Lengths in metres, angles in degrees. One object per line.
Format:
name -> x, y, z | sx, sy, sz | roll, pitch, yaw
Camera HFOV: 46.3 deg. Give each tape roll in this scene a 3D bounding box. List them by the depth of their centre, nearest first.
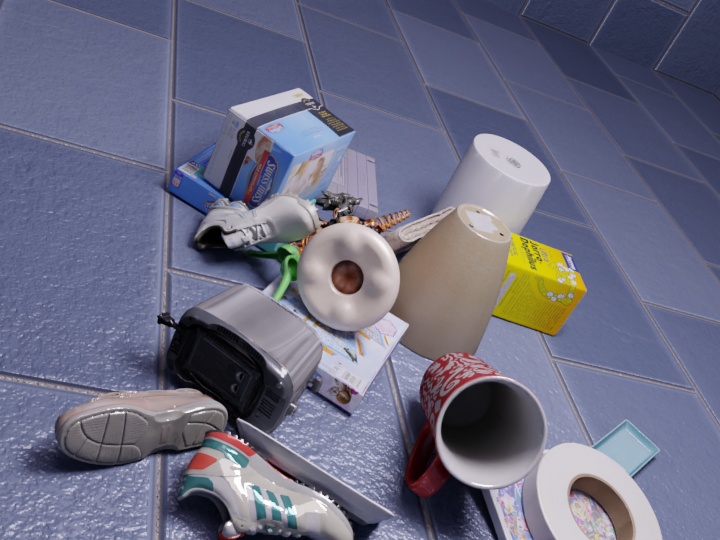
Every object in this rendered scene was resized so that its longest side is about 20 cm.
tape roll -> 0.301, 0.320, 1.089 | 0.201, 0.037, 0.204 | 19, 43, -18

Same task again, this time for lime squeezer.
lime squeezer -> -0.116, -0.007, 1.193 | 0.070, 0.038, 0.200 | -10, 25, -13

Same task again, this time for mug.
mug -> 0.122, 0.182, 1.065 | 0.175, 0.135, 0.200 | -18, 8, -3

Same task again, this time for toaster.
toaster -> -0.142, 0.099, 1.033 | 0.199, 0.114, 0.129 | 33, 28, 11

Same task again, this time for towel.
towel -> 0.076, -0.052, 1.398 | 0.199, 0.132, 0.035 | -24, 86, -50

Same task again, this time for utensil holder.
utensil holder -> 0.231, -0.121, 1.541 | 0.168, 0.201, 0.171 | 20, 33, -14

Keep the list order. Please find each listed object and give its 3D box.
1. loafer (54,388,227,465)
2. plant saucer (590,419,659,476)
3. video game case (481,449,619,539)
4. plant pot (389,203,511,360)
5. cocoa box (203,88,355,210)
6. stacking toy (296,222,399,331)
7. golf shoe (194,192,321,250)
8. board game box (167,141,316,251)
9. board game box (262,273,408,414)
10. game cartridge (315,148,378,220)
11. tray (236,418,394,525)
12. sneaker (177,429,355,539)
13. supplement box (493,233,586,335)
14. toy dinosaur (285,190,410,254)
loafer -> -0.242, 0.163, 0.919 | 0.198, 0.073, 0.063 | 4, 22, -43
plant saucer -> 0.381, 0.283, 1.261 | 0.070, 0.019, 0.199 | 44, 35, 24
video game case -> 0.248, 0.303, 1.110 | 0.198, 0.018, 0.144 | 7, 48, -30
plant pot -> 0.144, 0.004, 1.298 | 0.185, 0.201, 0.188 | 19, 33, -13
cocoa box -> -0.124, -0.186, 1.336 | 0.131, 0.134, 0.200 | 37, 32, 12
stacking toy -> 0.000, 0.000, 1.221 | 0.145, 0.147, 0.200 | 33, 12, 7
golf shoe -> -0.152, -0.056, 1.223 | 0.198, 0.079, 0.097 | -4, 33, 31
board game box -> -0.188, -0.122, 1.366 | 0.199, 0.045, 0.152 | 31, 32, 5
board game box -> -0.052, 0.083, 1.186 | 0.199, 0.041, 0.200 | 32, 32, 7
game cartridge -> -0.033, -0.171, 1.567 | 0.128, 0.039, 0.201 | 16, 34, -12
tray -> -0.058, 0.232, 0.943 | 0.199, 0.108, 0.022 | 31, 72, 4
sneaker -> -0.104, 0.259, 0.895 | 0.199, 0.070, 0.094 | 36, 58, -4
supplement box -> 0.272, 0.014, 1.468 | 0.198, 0.110, 0.109 | 18, 33, -16
toy dinosaur -> -0.024, -0.055, 1.322 | 0.197, 0.103, 0.136 | 4, 23, -5
